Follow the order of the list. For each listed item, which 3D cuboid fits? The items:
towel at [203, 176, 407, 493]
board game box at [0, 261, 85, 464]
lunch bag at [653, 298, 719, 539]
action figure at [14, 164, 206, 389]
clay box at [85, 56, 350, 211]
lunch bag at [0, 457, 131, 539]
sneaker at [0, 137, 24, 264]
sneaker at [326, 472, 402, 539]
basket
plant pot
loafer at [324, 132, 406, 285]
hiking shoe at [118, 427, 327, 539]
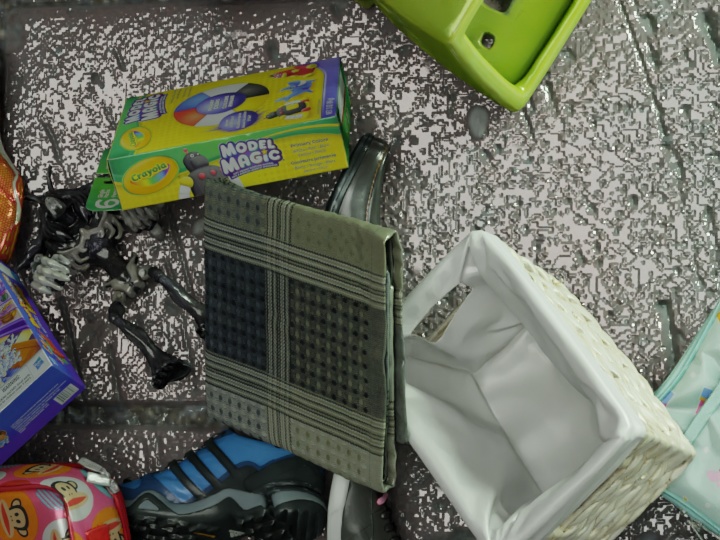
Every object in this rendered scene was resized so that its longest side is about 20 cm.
[{"bbox_3d":[-0.039,0.042,1.296,0.199,0.034,0.194,19,115,43],"label":"towel"},{"bbox_3d":[-0.312,0.100,1.354,0.200,0.045,0.135,-42,52,4],"label":"board game box"},{"bbox_3d":[0.287,0.100,1.293,0.160,0.077,0.201,34,91,15],"label":"lunch bag"},{"bbox_3d":[-0.190,-0.011,1.400,0.119,0.102,0.200,-44,77,-9],"label":"action figure"},{"bbox_3d":[-0.108,-0.101,1.377,0.198,0.115,0.048,-10,118,5],"label":"clay box"},{"bbox_3d":[-0.226,0.242,1.355,0.175,0.082,0.202,-6,97,32],"label":"lunch bag"},{"bbox_3d":[-0.314,-0.092,1.443,0.073,0.077,0.201,-35,67,46],"label":"sneaker"},{"bbox_3d":[0.027,0.209,1.347,0.098,0.071,0.202,1,90,11],"label":"sneaker"},{"bbox_3d":[0.117,0.094,1.273,0.136,0.123,0.200,-46,53,15],"label":"basket"},{"bbox_3d":[0.070,-0.257,1.328,0.181,0.199,0.201,32,91,21],"label":"plant pot"},{"bbox_3d":[0.000,0.000,1.378,0.072,0.073,0.202,14,96,5],"label":"loafer"},{"bbox_3d":[-0.112,0.164,1.390,0.198,0.075,0.087,-5,53,19],"label":"hiking shoe"}]
